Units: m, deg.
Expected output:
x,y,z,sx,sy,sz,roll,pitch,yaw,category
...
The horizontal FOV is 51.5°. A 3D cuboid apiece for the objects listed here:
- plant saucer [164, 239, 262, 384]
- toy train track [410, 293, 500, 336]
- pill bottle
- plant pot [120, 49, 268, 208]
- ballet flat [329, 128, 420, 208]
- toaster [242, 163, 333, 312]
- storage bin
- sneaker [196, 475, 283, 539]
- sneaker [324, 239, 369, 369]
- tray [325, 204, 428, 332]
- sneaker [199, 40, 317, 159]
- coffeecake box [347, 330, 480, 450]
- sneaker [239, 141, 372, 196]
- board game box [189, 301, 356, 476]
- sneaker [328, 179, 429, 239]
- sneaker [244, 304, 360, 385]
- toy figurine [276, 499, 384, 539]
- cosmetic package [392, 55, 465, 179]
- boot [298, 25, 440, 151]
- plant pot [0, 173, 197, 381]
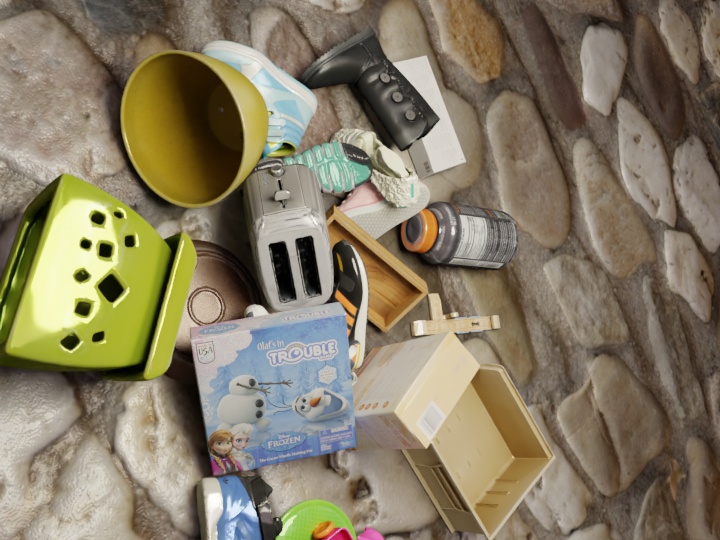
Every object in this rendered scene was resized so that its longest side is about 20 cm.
x,y,z,sx,sy,sz,roll,pitch,yaw,category
-0.218,0.053,1.025,0.198,0.034,0.204,9,74,-32,plant saucer
0.173,0.093,1.284,0.198,0.032,0.117,-1,79,-36,toy train track
0.166,-0.060,1.272,0.198,0.106,0.108,5,75,-33,pill bottle
-0.203,-0.201,1.020,0.202,0.198,0.142,62,31,-5,plant pot
0.025,-0.178,1.164,0.071,0.072,0.200,-23,54,-35,ballet flat
-0.096,-0.035,1.019,0.112,0.130,0.202,-9,126,-5,toaster
0.187,0.285,1.210,0.199,0.093,0.200,-37,100,-35,storage bin
-0.149,0.368,0.967,0.110,0.077,0.203,0,72,-25,sneaker
-0.041,0.059,1.091,0.089,0.070,0.203,-10,111,-27,sneaker
0.000,0.000,1.150,0.199,0.099,0.037,39,20,-22,tray
-0.160,-0.245,1.111,0.198,0.079,0.132,25,64,-26,sneaker
0.053,0.177,1.077,0.073,0.199,0.154,49,57,-14,coffeecake box
-0.082,-0.144,1.114,0.197,0.087,0.076,-10,92,-24,sneaker
-0.109,0.156,0.972,0.197,0.043,0.202,-9,111,-12,board game box
0.004,-0.108,1.201,0.198,0.076,0.105,-28,51,-13,sneaker
-0.069,0.107,1.032,0.128,0.080,0.201,-28,113,-3,sneaker
-0.037,0.397,0.972,0.199,0.183,0.152,-32,97,-35,toy figurine
0.110,-0.270,1.318,0.082,0.050,0.203,-21,90,-32,cosmetic package
0.017,-0.279,1.226,0.164,0.066,0.201,-38,96,-19,boot
-0.310,0.028,0.865,0.180,0.198,0.203,20,72,-31,plant pot
